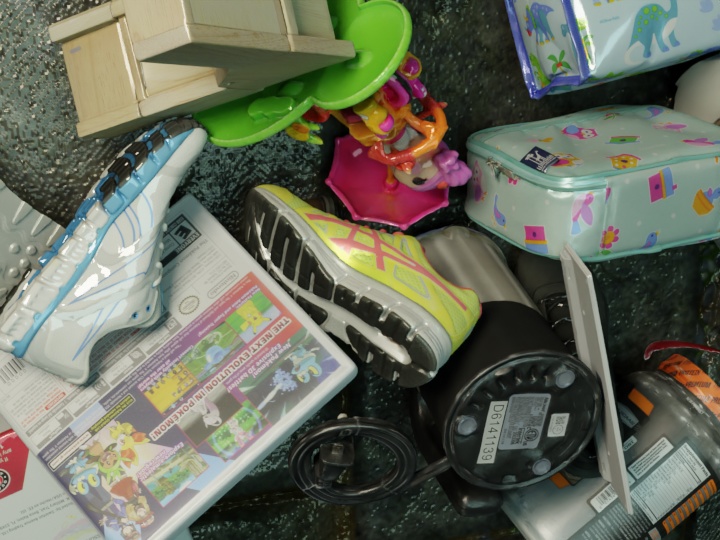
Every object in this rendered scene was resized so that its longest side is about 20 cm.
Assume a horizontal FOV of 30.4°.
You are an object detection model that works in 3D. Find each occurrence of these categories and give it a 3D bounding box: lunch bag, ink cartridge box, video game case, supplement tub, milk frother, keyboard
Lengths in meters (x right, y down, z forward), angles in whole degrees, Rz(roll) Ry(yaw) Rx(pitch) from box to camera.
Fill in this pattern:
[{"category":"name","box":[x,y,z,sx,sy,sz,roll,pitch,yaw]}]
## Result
[{"category":"lunch bag","box":[0.181,-0.073,1.005,0.200,0.160,0.077,-10,116,-23]},{"category":"ink cartridge box","box":[-0.213,0.180,0.986,0.146,0.083,0.200,-23,114,-12]},{"category":"video game case","box":[-0.134,0.071,0.905,0.200,0.182,0.023,-41,160,-11]},{"category":"supplement tub","box":[0.223,0.170,1.120,0.200,0.123,0.123,-40,116,-4]},{"category":"milk frother","box":[0.040,0.075,0.980,0.200,0.188,0.181,17,112,-25]},{"category":"lunch bag","box":[0.193,-0.246,0.974,0.170,0.127,0.200,-16,93,-15]},{"category":"keyboard","box":[0.169,0.079,0.936,0.011,0.056,0.200,-18,116,-7]}]

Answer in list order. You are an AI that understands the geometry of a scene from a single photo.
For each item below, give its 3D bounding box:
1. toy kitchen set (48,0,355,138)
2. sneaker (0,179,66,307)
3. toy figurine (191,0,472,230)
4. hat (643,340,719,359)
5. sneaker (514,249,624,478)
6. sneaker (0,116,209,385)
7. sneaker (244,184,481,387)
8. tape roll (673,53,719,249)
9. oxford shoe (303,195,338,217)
[{"category":"toy kitchen set","box":[-0.144,-0.183,0.802,0.200,0.180,0.163,-14,89,29]},{"category":"sneaker","box":[-0.257,-0.028,0.910,0.076,0.080,0.200,-45,138,-18]},{"category":"toy figurine","box":[0.012,-0.102,0.932,0.184,0.200,0.150,38,70,-39]},{"category":"hat","box":[0.329,0.056,1.139,0.176,0.166,0.200,-2,144,10]},{"category":"sneaker","box":[0.169,0.062,1.046,0.076,0.091,0.200,-15,77,4]},{"category":"sneaker","box":[-0.157,-0.011,0.888,0.087,0.075,0.200,38,89,-20]},{"category":"sneaker","box":[0.000,0.000,0.929,0.090,0.200,0.078,-32,150,-36]},{"category":"tape roll","box":[0.358,-0.094,1.036,0.139,0.203,0.203,-22,114,-11]},{"category":"oxford shoe","box":[-0.074,0.032,0.995,0.084,0.073,0.200,21,97,-16]}]
